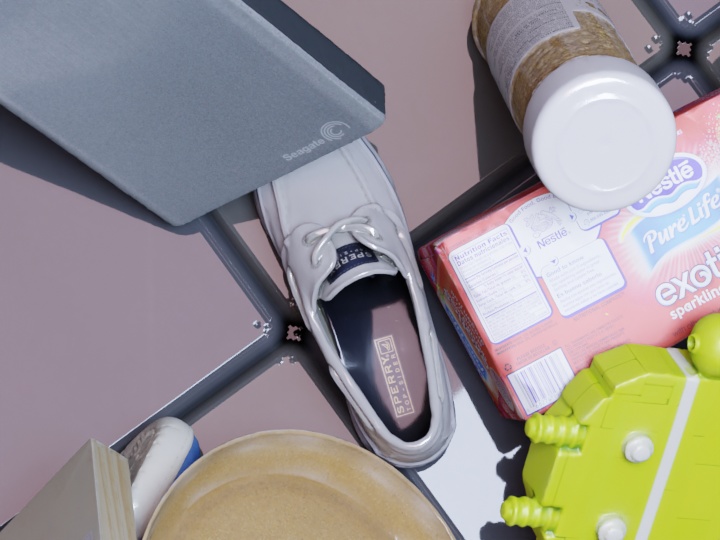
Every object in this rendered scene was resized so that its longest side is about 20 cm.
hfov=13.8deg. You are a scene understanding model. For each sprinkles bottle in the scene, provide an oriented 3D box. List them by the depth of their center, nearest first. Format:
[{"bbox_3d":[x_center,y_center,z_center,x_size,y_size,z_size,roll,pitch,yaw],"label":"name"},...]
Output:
[{"bbox_3d":[0.099,-0.093,1.424,0.068,0.200,0.069,-2,112,-6],"label":"sprinkles bottle"}]

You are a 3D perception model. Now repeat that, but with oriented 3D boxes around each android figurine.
[{"bbox_3d":[0.163,0.101,1.430,0.199,0.041,0.183,7,115,-23],"label":"android figurine"}]

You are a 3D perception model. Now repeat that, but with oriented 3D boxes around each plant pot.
[{"bbox_3d":[-0.027,0.177,1.429,0.199,0.027,0.201,13,65,-28],"label":"plant pot"}]

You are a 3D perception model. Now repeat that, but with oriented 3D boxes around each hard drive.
[{"bbox_3d":[-0.102,-0.102,1.412,0.139,0.200,0.033,-25,48,30],"label":"hard drive"}]

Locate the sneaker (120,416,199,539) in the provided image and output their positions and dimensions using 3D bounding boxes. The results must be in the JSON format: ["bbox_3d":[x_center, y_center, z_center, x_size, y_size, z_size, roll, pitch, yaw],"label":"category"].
[{"bbox_3d":[-0.094,0.179,1.449,0.111,0.077,0.201,28,62,-17],"label":"sneaker"}]

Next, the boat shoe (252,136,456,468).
[{"bbox_3d":[0.000,0.000,1.477,0.073,0.065,0.201,-25,82,-4],"label":"boat shoe"}]

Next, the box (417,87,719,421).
[{"bbox_3d":[0.139,-0.014,1.462,0.199,0.095,0.100,-28,91,-5],"label":"box"}]

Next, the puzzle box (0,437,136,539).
[{"bbox_3d":[-0.150,0.187,1.373,0.025,0.200,0.133,33,116,-28],"label":"puzzle box"}]
